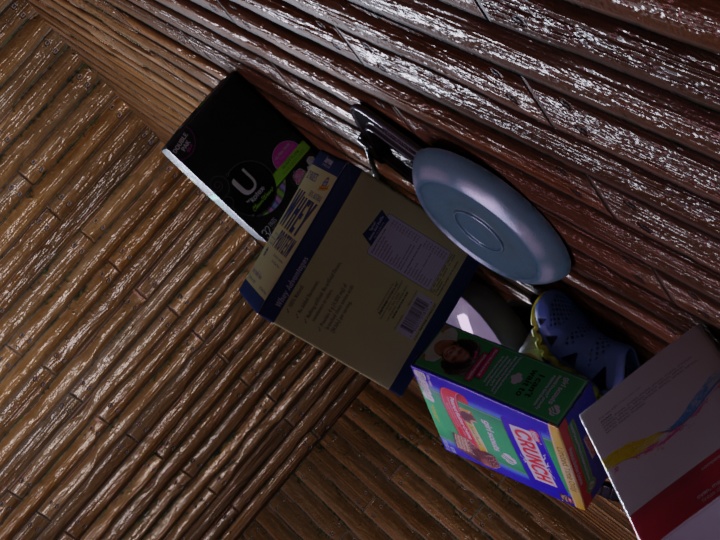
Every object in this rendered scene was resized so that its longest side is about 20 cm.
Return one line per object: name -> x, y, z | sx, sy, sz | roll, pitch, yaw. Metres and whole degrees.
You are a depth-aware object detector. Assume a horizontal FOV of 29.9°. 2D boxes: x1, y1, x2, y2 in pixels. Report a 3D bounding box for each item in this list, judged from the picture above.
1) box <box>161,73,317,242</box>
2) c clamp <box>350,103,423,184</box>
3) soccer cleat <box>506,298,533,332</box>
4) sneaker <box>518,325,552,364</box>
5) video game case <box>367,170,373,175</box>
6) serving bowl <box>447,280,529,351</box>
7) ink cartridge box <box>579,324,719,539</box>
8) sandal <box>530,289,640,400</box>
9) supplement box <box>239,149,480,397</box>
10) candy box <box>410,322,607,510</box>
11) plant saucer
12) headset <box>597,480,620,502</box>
box -> -0.167, -0.162, 1.957 | 0.200, 0.149, 0.124 | 43, 174, -11
c clamp -> 0.056, -0.117, 1.507 | 0.200, 0.027, 0.171 | 39, 168, 38
soccer cleat -> 0.242, 0.109, 1.651 | 0.199, 0.070, 0.086 | 39, 174, 24
sneaker -> 0.256, 0.128, 1.571 | 0.075, 0.089, 0.200 | 0, 145, 41
video game case -> 0.025, -0.022, 1.811 | 0.200, 0.045, 0.183 | 121, 127, -78
serving bowl -> 0.157, 0.092, 1.645 | 0.200, 0.065, 0.201 | 48, 156, 29
ink cartridge box -> 0.305, 0.178, 1.164 | 0.145, 0.144, 0.201 | 45, -167, -26
sandal -> 0.268, 0.098, 1.482 | 0.200, 0.080, 0.087 | 48, 140, -4
supplement box -> 0.000, 0.000, 1.562 | 0.198, 0.202, 0.134 | 31, -179, -18
candy box -> 0.172, 0.164, 1.510 | 0.198, 0.077, 0.170 | 19, 148, 35
plant saucer -> 0.127, -0.048, 1.387 | 0.199, 0.028, 0.200 | 36, 166, 10
headset -> 0.352, 0.244, 1.666 | 0.197, 0.124, 0.095 | 16, 140, 13
